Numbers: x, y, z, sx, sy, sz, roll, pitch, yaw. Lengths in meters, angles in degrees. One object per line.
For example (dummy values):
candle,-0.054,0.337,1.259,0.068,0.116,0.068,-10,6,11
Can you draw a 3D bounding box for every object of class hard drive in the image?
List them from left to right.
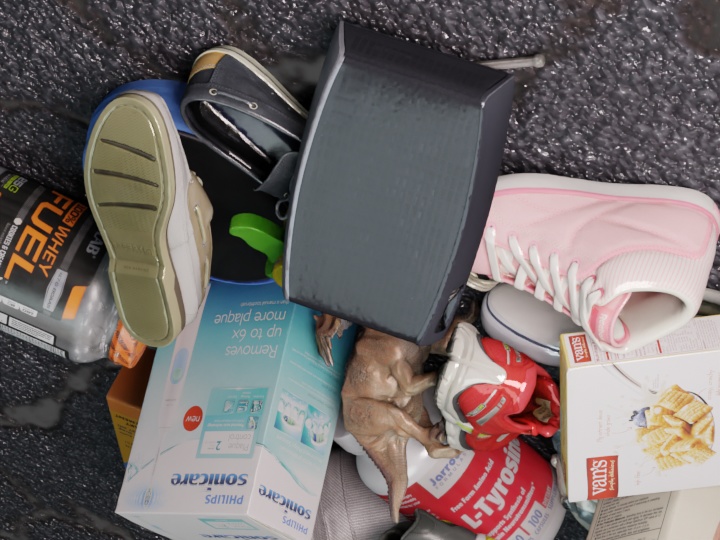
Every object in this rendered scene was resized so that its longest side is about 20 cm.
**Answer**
hard drive,0.018,-0.050,1.158,0.134,0.042,0.202,19,120,8

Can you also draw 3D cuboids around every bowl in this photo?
bowl,-0.120,-0.061,1.339,0.199,0.040,0.201,18,147,12

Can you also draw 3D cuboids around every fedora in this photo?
fedora,0.013,0.218,1.560,0.089,0.179,0.200,-12,162,6

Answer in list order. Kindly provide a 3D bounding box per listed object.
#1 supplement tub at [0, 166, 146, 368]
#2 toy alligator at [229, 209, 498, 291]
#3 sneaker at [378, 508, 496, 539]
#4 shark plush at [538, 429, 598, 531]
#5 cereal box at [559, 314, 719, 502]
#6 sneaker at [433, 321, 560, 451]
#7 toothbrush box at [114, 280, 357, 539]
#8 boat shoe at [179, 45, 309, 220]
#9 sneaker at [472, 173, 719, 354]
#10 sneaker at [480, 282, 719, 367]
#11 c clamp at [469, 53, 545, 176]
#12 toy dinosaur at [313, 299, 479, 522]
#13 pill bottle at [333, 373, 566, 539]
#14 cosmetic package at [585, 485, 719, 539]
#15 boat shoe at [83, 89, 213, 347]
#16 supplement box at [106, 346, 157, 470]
supplement tub,-0.257,-0.003,1.435,0.198,0.123,0.123,23,148,1
toy alligator,0.000,0.000,1.279,0.198,0.060,0.054,12,142,-5
sneaker,0.044,0.246,1.449,0.084,0.075,0.200,35,142,-3
shark plush,0.207,0.164,1.459,0.083,0.091,0.201,-28,107,24
cereal box,0.236,0.093,1.216,0.198,0.040,0.145,-8,134,1
sneaker,0.106,0.099,1.272,0.084,0.078,0.200,19,171,16
toothbrush box,-0.097,0.113,1.412,0.145,0.202,0.085,-4,155,38
boat shoe,-0.044,-0.073,1.222,0.200,0.062,0.075,39,135,-7
sneaker,0.135,-0.002,1.167,0.198,0.105,0.076,1,140,16
sneaker,0.184,0.027,1.249,0.198,0.073,0.071,7,136,9
c clamp,0.064,-0.073,1.211,0.169,0.027,0.201,6,143,26
toy dinosaur,0.012,0.083,1.351,0.134,0.202,0.086,6,-172,19
pill bottle,0.070,0.159,1.462,0.200,0.113,0.112,40,145,-24
cosmetic package,0.235,0.189,1.315,0.087,0.201,0.103,35,148,-19
boat shoe,-0.149,-0.046,1.278,0.074,0.068,0.202,16,126,22
supplement box,-0.186,0.155,1.670,0.066,0.069,0.201,18,149,14
